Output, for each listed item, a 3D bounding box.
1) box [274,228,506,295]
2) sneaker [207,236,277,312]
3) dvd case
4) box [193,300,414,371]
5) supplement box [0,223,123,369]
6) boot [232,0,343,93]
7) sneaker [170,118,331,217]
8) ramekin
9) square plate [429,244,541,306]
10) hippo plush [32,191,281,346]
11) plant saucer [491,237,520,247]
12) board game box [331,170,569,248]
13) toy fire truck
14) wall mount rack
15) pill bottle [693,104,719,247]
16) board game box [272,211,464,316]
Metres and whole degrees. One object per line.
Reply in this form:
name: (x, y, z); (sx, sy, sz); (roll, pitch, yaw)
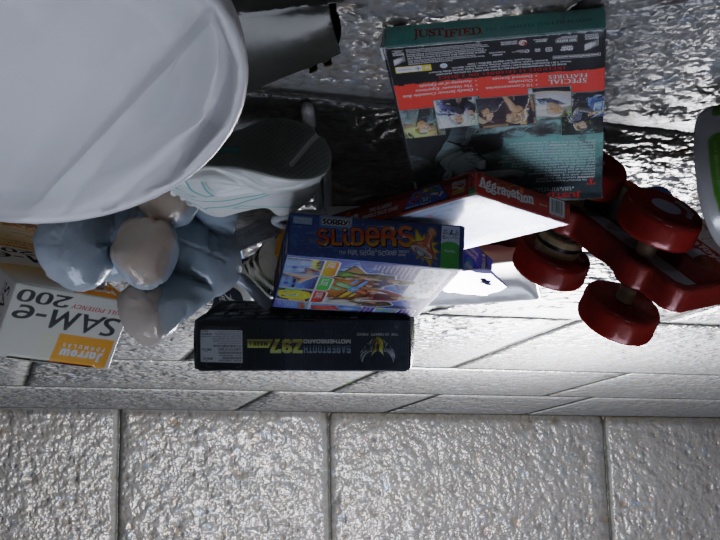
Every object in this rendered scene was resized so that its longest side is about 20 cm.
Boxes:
box: (0.034, -0.012, 1.104); (0.197, 0.042, 0.119); (2, 168, 21)
sneaker: (-0.106, 0.014, 1.250); (0.129, 0.080, 0.199); (-30, 176, -1)
dvd case: (0.099, -0.106, 0.839); (0.144, 0.022, 0.201); (-4, 150, 10)
box: (-0.047, 0.060, 1.135); (0.197, 0.052, 0.158); (1, -174, 3)
supplement box: (-0.322, 0.013, 1.121); (0.125, 0.074, 0.199); (12, -166, -46)
boot: (-0.072, -0.123, 0.757); (0.136, 0.079, 0.200); (-6, 168, -1)
sneaker: (-0.125, -0.075, 0.894); (0.197, 0.071, 0.080); (9, 147, -12)
ramekin: (-0.157, -0.120, 0.582); (0.199, 0.095, 0.203); (-9, 145, -6)
square plate: (0.092, 0.006, 1.269); (0.197, 0.029, 0.198); (-3, 167, 8)
hippo plush: (-0.185, -0.042, 1.022); (0.159, 0.162, 0.199); (17, -161, 26)
plant saucer: (0.085, -0.040, 1.211); (0.198, 0.037, 0.199); (10, 162, -41)
board game box: (0.055, -0.037, 0.931); (0.102, 0.020, 0.199); (15, 162, -38)
toy fire truck: (0.236, -0.029, 1.013); (0.166, 0.113, 0.200); (-5, -146, -39)
wall mount rack: (0.021, -0.078, 0.971); (0.197, 0.076, 0.174); (-2, 171, 3)
pill bottle: (0.354, -0.083, 0.873); (0.198, 0.113, 0.111); (-9, 165, 31)
board game box: (0.000, 0.000, 0.972); (0.133, 0.035, 0.200); (5, 167, -7)
